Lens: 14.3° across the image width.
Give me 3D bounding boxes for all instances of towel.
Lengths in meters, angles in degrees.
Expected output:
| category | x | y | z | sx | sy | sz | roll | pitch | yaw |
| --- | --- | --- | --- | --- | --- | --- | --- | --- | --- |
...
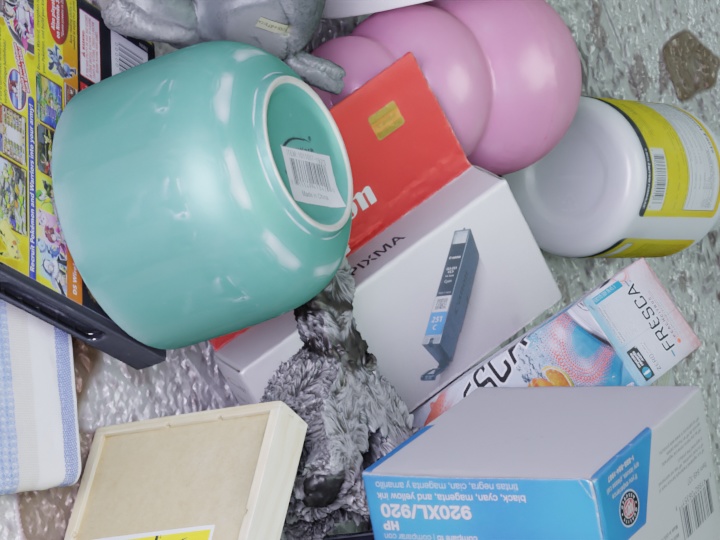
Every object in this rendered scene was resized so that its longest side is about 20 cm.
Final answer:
| category | x | y | z | sx | sy | sz | roll | pitch | yaw |
| --- | --- | --- | --- | --- | --- | --- | --- | --- | --- |
| towel | -0.213 | 0.043 | 1.449 | 0.200 | 0.024 | 0.147 | 1 | 81 | -57 |

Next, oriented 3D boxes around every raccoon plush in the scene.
| category | x | y | z | sx | sy | sz | roll | pitch | yaw |
| --- | --- | --- | --- | --- | --- | --- | --- | --- | --- |
| raccoon plush | -0.043 | 0.089 | 1.625 | 0.097 | 0.134 | 0.200 | 28 | 50 | -44 |

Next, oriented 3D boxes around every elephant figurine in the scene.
| category | x | y | z | sx | sy | sz | roll | pitch | yaw |
| --- | --- | --- | --- | --- | --- | --- | --- | --- | --- |
| elephant figurine | -0.085 | -0.216 | 1.623 | 0.200 | 0.141 | 0.155 | -103 | -165 | -50 |

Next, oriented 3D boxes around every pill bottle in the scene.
| category | x | y | z | sx | sy | sz | roll | pitch | yaw |
| --- | --- | --- | --- | --- | --- | --- | --- | --- | --- |
| pill bottle | 0.192 | -0.065 | 2.034 | 0.200 | 0.112 | 0.112 | 0 | 82 | -58 |

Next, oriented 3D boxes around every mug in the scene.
| category | x | y | z | sx | sy | sz | roll | pitch | yaw |
| --- | --- | --- | --- | --- | --- | --- | --- | --- | --- |
| mug | -0.071 | -0.055 | 1.534 | 0.152 | 0.114 | 0.185 | 54 | 32 | -29 |

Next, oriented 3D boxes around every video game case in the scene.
| category | x | y | z | sx | sy | sz | roll | pitch | yaw |
| --- | --- | --- | --- | --- | --- | --- | --- | --- | --- |
| video game case | -0.168 | -0.067 | 1.518 | 0.181 | 0.025 | 0.200 | 32 | 46 | -51 |

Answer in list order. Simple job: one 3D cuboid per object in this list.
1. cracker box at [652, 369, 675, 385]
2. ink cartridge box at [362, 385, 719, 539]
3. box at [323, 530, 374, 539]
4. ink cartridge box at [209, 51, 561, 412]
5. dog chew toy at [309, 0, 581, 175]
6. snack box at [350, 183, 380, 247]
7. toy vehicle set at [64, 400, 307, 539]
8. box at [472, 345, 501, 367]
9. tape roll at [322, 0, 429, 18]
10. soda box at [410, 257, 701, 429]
| category | x | y | z | sx | sy | sz | roll | pitch | yaw |
| --- | --- | --- | --- | --- | --- | --- | --- | --- | --- |
| cracker box | 0.180 | 0.146 | 1.932 | 0.134 | 0.058 | 0.200 | -70 | 152 | -45 |
| ink cartridge box | 0.110 | 0.180 | 1.575 | 0.147 | 0.145 | 0.200 | -32 | 116 | -55 |
| box | 0.053 | 0.265 | 1.723 | 0.197 | 0.117 | 0.200 | 20 | 64 | -55 |
| ink cartridge box | 0.000 | 0.000 | 1.677 | 0.200 | 0.045 | 0.176 | -37 | 119 | -14 |
| dog chew toy | 0.041 | -0.112 | 1.762 | 0.200 | 0.125 | 0.125 | -13 | 94 | -41 |
| snack box | -0.037 | -0.043 | 1.701 | 0.024 | 0.072 | 0.200 | -91 | 157 | -62 |
| toy vehicle set | -0.106 | 0.165 | 1.492 | 0.027 | 0.124 | 0.200 | 47 | 45 | -42 |
| box | 0.025 | 0.016 | 1.824 | 0.144 | 0.036 | 0.200 | -44 | 120 | -53 |
| tape roll | 0.062 | -0.216 | 1.784 | 0.202 | 0.202 | 0.071 | -30 | 107 | -56 |
| soda box | 0.105 | 0.069 | 1.688 | 0.068 | 0.200 | 0.064 | -33 | 87 | -44 |
